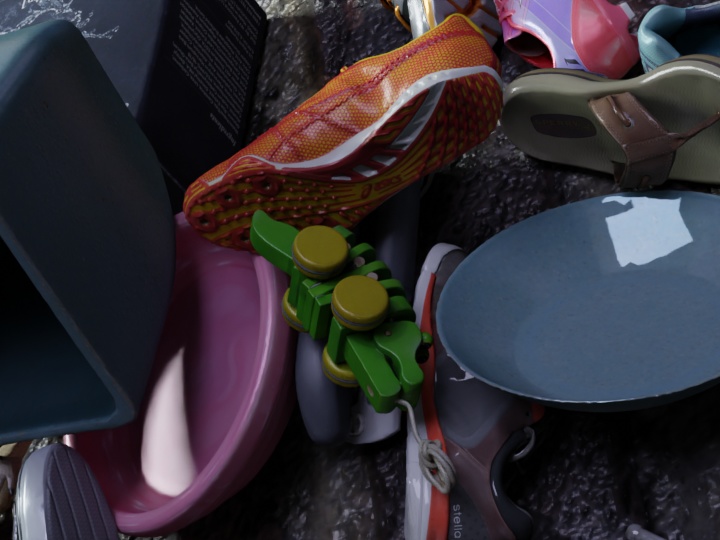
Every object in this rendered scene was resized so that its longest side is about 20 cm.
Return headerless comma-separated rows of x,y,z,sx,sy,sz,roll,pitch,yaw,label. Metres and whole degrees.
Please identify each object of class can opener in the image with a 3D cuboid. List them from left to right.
0.000,0.000,1.072,0.053,0.067,0.202,3,86,25,can opener

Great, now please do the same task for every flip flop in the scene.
0.151,-0.077,1.065,0.199,0.082,0.058,8,40,44,flip flop

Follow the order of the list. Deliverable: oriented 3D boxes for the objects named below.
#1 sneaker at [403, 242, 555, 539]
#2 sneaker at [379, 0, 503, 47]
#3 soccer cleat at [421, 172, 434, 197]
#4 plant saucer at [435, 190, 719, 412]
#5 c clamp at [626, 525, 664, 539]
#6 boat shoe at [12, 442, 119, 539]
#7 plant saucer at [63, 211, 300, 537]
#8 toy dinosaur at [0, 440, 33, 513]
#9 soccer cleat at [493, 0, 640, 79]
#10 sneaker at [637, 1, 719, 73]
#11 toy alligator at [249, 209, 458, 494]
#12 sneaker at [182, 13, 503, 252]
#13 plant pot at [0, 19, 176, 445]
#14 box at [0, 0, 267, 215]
0.066,0.074,1.037,0.081,0.077,0.201,1,54,2,sneaker
0.041,-0.196,1.253,0.077,0.078,0.201,-34,39,26,sneaker
0.004,-0.044,1.161,0.068,0.085,0.201,33,102,24,soccer cleat
0.140,0.024,0.999,0.199,0.039,0.202,-10,30,6,plant saucer
0.246,0.087,0.907,0.200,0.027,0.170,-50,45,-9,c clamp
-0.174,0.199,1.051,0.070,0.072,0.202,-21,68,26,boat shoe
-0.101,0.063,1.121,0.200,0.051,0.202,-27,52,39,plant saucer
-0.233,0.137,1.159,0.058,0.101,0.201,26,73,8,toy dinosaur
0.108,-0.178,1.193,0.076,0.067,0.200,-35,48,2,soccer cleat
0.244,-0.120,1.038,0.199,0.086,0.078,-5,54,31,sneaker
0.011,0.034,0.998,0.054,0.060,0.200,-23,57,-26,toy alligator
-0.009,-0.072,1.051,0.199,0.073,0.077,-25,39,13,sneaker
-0.219,-0.035,1.101,0.195,0.197,0.201,-11,36,28,plant pot
-0.187,-0.117,1.307,0.195,0.118,0.201,-12,52,26,box
